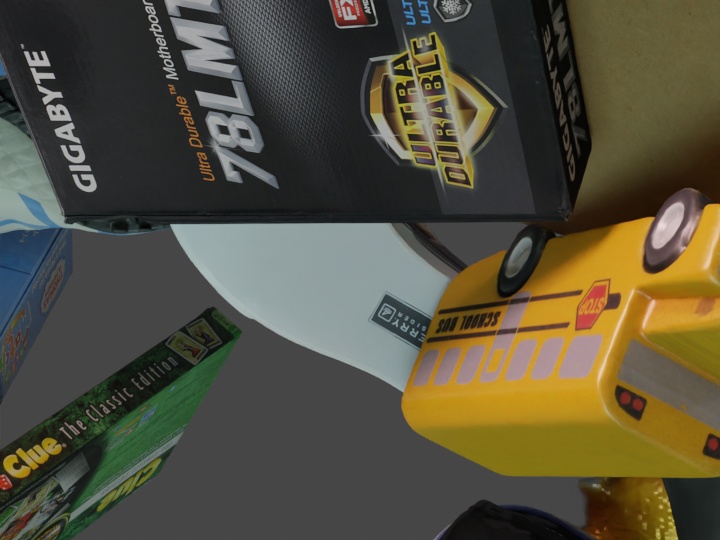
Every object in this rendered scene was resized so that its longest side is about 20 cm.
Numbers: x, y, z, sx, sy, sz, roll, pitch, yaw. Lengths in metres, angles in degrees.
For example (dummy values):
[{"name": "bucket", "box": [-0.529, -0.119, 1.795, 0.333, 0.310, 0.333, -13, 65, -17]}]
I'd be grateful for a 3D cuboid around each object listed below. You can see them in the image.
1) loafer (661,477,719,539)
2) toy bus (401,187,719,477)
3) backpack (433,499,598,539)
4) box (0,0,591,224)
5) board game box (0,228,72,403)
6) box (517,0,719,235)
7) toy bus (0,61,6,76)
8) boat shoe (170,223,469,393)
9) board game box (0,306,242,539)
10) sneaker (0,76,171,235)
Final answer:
[{"name": "loafer", "box": [0.157, 0.096, 0.871, 0.200, 0.072, 0.073, 42, 164, -2]}, {"name": "toy bus", "box": [0.089, 0.028, 0.754, 0.065, 0.079, 0.200, 29, 165, -18]}, {"name": "backpack", "box": [0.074, 0.202, 0.935, 0.190, 0.200, 0.154, 42, 141, -12]}, {"name": "box", "box": [-0.036, -0.105, 0.715, 0.197, 0.050, 0.201, 0, 129, 19]}, {"name": "board game box", "box": [-0.238, 0.015, 0.892, 0.199, 0.152, 0.037, 10, 128, 9]}, {"name": "box", "box": [0.062, -0.094, 0.740, 0.163, 0.021, 0.201, 17, 137, 28]}, {"name": "toy bus", "box": [-0.184, -0.139, 0.785, 0.191, 0.136, 0.201, 5, 121, -8]}, {"name": "boat shoe", "box": [0.000, 0.000, 0.867, 0.199, 0.068, 0.072, 31, 94, -18]}, {"name": "board game box", "box": [-0.131, 0.092, 0.893, 0.023, 0.200, 0.105, 40, 128, 12]}, {"name": "sneaker", "box": [-0.147, -0.047, 0.885, 0.199, 0.072, 0.072, -1, 91, 3]}]
